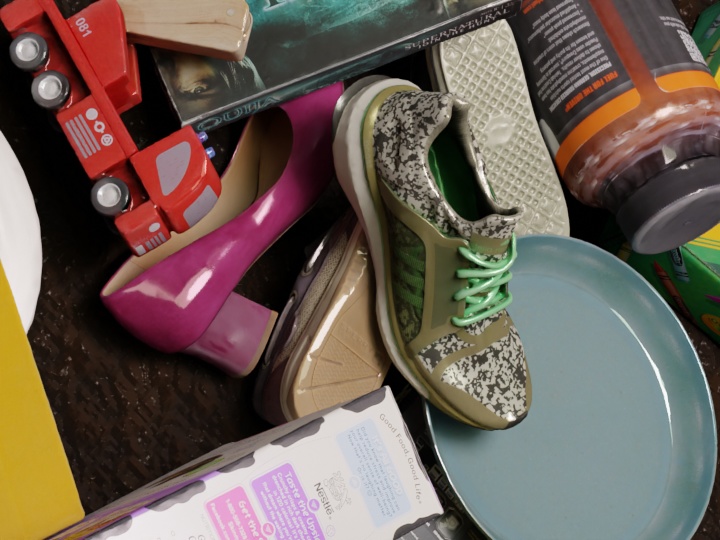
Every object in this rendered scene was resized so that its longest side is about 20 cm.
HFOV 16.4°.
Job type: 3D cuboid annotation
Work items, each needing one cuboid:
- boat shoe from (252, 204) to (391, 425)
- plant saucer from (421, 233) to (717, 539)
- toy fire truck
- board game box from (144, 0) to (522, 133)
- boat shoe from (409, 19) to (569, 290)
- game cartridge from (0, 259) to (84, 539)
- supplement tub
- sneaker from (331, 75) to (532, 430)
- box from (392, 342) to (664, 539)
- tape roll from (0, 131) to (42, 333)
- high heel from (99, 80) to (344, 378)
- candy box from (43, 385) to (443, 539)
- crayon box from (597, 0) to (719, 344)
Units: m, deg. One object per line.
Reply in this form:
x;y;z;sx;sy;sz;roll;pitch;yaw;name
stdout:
0.000;0.000;1.354;0.072;0.065;0.201;43;64;-38;boat shoe
0.112;0.079;1.382;0.199;0.027;0.202;13;65;-29;plant saucer
-0.109;-0.123;1.302;0.140;0.049;0.201;-30;76;-2;toy fire truck
-0.028;-0.167;1.356;0.199;0.028;0.136;-22;73;-7;board game box
0.071;-0.055;1.436;0.074;0.062;0.201;-15;98;-20;boat shoe
-0.239;0.082;1.132;0.199;0.032;0.177;-24;123;-17;game cartridge
0.145;-0.111;1.446;0.106;0.107;0.201;-9;64;-34;supplement tub
0.051;-0.007;1.292;0.077;0.088;0.201;-31;106;-33;sneaker
0.083;0.147;1.387;0.200;0.051;0.158;50;56;-9;box
-0.258;-0.009;1.203;0.201;0.071;0.204;10;70;-30;tape roll
-0.071;-0.049;1.335;0.096;0.067;0.201;29;64;-34;high heel
-0.087;0.138;1.208;0.199;0.167;0.072;-25;90;-35;candy box
0.238;-0.064;1.549;0.119;0.058;0.201;37;59;-18;crayon box
